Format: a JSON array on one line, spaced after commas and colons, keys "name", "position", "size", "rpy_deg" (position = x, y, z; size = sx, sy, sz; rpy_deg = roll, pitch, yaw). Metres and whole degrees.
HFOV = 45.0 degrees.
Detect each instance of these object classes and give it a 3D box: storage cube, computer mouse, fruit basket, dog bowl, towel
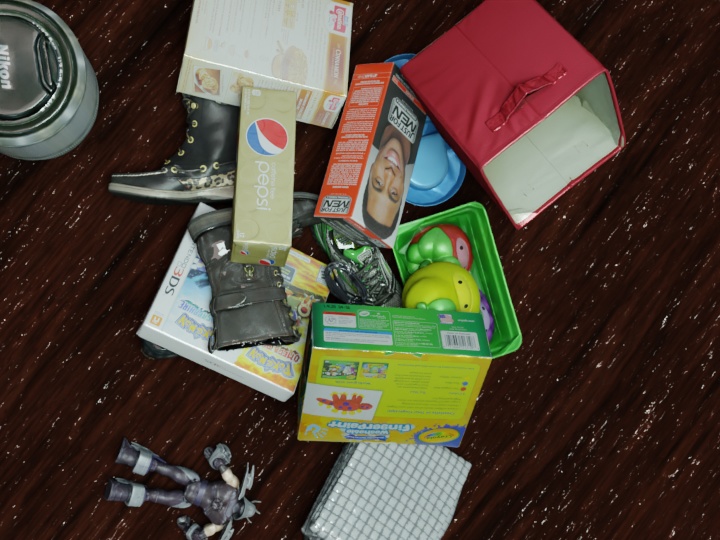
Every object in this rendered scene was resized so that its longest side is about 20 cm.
[{"name": "storage cube", "position": [0.181, -0.193, 1.023], "size": [0.171, 0.200, 0.180], "rpy_deg": [-38, 59, 7]}, {"name": "computer mouse", "position": [-0.001, 0.069, 1.133], "size": [0.058, 0.034, 0.201], "rpy_deg": [-10, 120, 14]}, {"name": "fruit basket", "position": [0.116, 0.027, 1.101], "size": [0.154, 0.216, 0.218], "rpy_deg": [-18, 94, -10]}, {"name": "dog bowl", "position": [0.071, -0.185, 1.167], "size": [0.110, 0.050, 0.202], "rpy_deg": [-14, 94, -10]}, {"name": "towel", "position": [0.032, 0.297, 1.126], "size": [0.165, 0.086, 0.201], "rpy_deg": [37, 62, -10]}]

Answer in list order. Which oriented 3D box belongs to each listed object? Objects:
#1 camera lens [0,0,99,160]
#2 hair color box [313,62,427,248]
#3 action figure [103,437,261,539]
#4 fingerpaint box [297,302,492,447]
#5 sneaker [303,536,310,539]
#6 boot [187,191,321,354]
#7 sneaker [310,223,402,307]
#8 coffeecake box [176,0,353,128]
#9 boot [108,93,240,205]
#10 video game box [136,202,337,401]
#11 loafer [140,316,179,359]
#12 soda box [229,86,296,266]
[{"name": "camera lens", "position": [-0.389, -0.214, 1.003], "size": [0.158, 0.200, 0.162], "rpy_deg": [0, 90, -10]}, {"name": "hair color box", "position": [0.017, -0.139, 1.060], "size": [0.101, 0.061, 0.202], "rpy_deg": [31, 70, -52]}, {"name": "action figure", "position": [-0.219, 0.278, 1.110], "size": [0.198, 0.069, 0.131], "rpy_deg": [22, 79, -14]}, {"name": "fingerpaint box", "position": [0.032, 0.123, 1.003], "size": [0.198, 0.074, 0.168], "rpy_deg": [4, 133, -8]}, {"name": "sneaker", "position": [0.008, 0.405, 1.143], "size": [0.200, 0.082, 0.073], "rpy_deg": [44, 86, -6]}, {"name": "boot", "position": [-0.106, 0.006, 1.044], "size": [0.198, 0.069, 0.175], "rpy_deg": [-15, 74, -19]}, {"name": "sneaker", "position": [0.000, 0.000, 1.137], "size": [0.078, 0.085, 0.201], "rpy_deg": [-35, 97, -9]}, {"name": "coffeecake box", "position": [-0.115, -0.279, 1.083], "size": [0.198, 0.073, 0.155], "rpy_deg": [11, 61, -15]}, {"name": "boot", "position": [-0.217, -0.160, 1.101], "size": [0.198, 0.073, 0.152], "rpy_deg": [-1, 89, -9]}, {"name": "video game box", "position": [-0.147, 0.037, 1.072], "size": [0.199, 0.047, 0.183], "rpy_deg": [26, 62, -13]}, {"name": "loafer", "position": [-0.189, 0.060, 1.112], "size": [0.199, 0.072, 0.073], "rpy_deg": [-16, 73, -28]}, {"name": "soda box", "position": [-0.113, -0.110, 1.015], "size": [0.067, 0.064, 0.202], "rpy_deg": [5, 68, -11]}]
